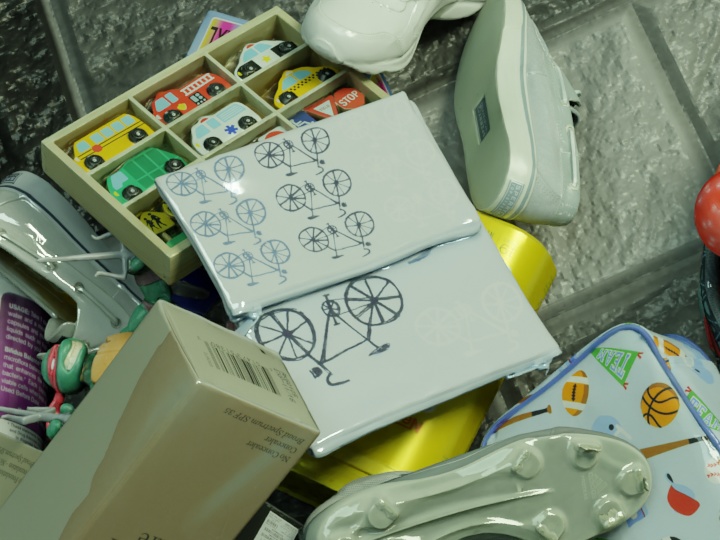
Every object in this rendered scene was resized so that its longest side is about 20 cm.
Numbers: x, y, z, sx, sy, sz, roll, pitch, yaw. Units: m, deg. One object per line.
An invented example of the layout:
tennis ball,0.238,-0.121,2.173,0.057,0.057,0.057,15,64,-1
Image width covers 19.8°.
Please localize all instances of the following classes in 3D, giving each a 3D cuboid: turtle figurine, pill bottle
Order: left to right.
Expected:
pill bottle,-0.261,0.065,1.366,0.112,0.112,0.201,-5,66,14
turtle figurine,-0.127,0.052,1.250,0.199,0.101,0.151,1,63,11

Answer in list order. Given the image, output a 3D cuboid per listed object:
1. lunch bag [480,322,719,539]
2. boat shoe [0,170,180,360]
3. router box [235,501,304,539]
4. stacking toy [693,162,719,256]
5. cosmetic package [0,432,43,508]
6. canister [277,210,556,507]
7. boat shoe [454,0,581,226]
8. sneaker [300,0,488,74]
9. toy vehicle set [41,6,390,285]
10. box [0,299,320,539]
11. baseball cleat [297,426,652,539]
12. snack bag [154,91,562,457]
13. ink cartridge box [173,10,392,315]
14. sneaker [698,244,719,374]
lunch bag,0.163,0.139,1.214,0.160,0.075,0.201,-43,58,24
boat shoe,-0.177,0.034,1.325,0.202,0.075,0.086,47,57,-11
router box,-0.135,0.187,1.254,0.200,0.062,0.150,16,73,52
stacking toy,0.248,-0.068,1.227,0.085,0.086,0.200,14,31,21
cosmetic package,-0.232,0.202,1.235,0.103,0.073,0.201,12,71,51
canister,0.020,0.055,1.301,0.148,0.087,0.201,21,73,24
boat shoe,0.108,-0.102,1.351,0.071,0.070,0.202,20,42,-20
sneaker,0.030,-0.201,1.349,0.078,0.100,0.200,32,42,14
toy vehicle set,-0.084,-0.082,1.291,0.200,0.027,0.124,-34,60,-31
box,-0.124,0.125,1.138,0.200,0.095,0.078,-53,39,17
baseball cleat,0.061,0.126,1.175,0.199,0.106,0.070,-9,96,-10
snack bag,0.000,0.000,1.225,0.188,0.021,0.201,-20,70,-27
ink cartridge box,-0.077,-0.059,1.385,0.136,0.076,0.201,17,75,22
sneaker,0.240,0.058,1.228,0.079,0.096,0.201,-21,63,8
